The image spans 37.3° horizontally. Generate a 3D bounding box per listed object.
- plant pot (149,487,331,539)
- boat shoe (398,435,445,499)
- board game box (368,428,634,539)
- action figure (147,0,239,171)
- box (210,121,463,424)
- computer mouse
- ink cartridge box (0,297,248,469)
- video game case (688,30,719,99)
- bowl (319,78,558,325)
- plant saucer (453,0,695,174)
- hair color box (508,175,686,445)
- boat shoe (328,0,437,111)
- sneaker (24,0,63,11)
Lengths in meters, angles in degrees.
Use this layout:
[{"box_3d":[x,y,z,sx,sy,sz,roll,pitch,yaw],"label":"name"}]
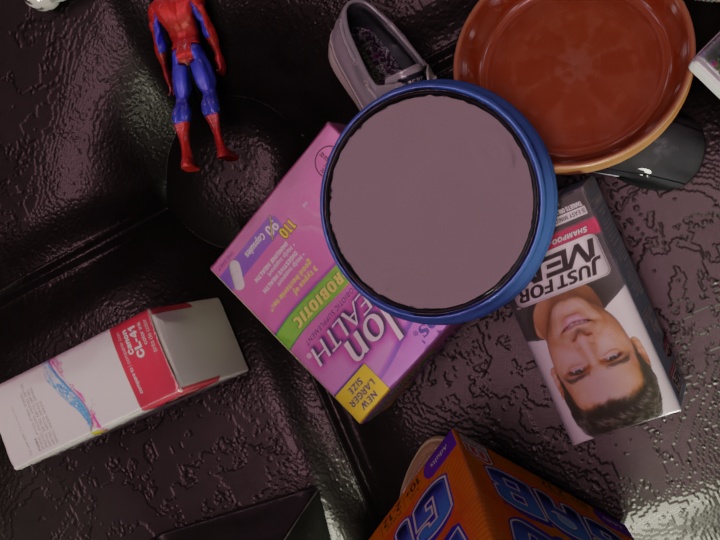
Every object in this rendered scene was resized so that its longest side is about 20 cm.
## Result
[{"box_3d":[-0.119,0.346,0.987,0.199,0.200,0.179,-19,98,19],"label":"plant pot"},{"box_3d":[0.054,0.252,0.979,0.072,0.065,0.202,20,100,16],"label":"boat shoe"},{"box_3d":[0.114,0.293,0.854,0.199,0.200,0.201,30,105,-18],"label":"board game box"},{"box_3d":[-0.165,-0.198,1.031,0.065,0.052,0.202,-13,85,14],"label":"action figure"},{"box_3d":[0.000,0.000,0.963,0.200,0.097,0.176,45,106,10],"label":"box"},{"box_3d":[0.184,-0.097,0.920,0.199,0.046,0.141,25,100,15],"label":"computer mouse"},{"box_3d":[-0.230,0.105,1.022,0.199,0.147,0.086,-24,86,18],"label":"ink cartridge box"},{"box_3d":[0.389,-0.154,0.828,0.182,0.023,0.200,-44,84,-1],"label":"video game case"},{"box_3d":[0.059,-0.055,0.869,0.199,0.039,0.203,1,93,18],"label":"bowl"},{"box_3d":[0.178,-0.174,0.896,0.199,0.032,0.202,-5,72,17],"label":"plant saucer"},{"box_3d":[0.189,0.034,0.903,0.098,0.061,0.201,-23,95,24],"label":"hair color box"},{"box_3d":[0.035,-0.153,0.931,0.070,0.072,0.201,-28,70,-18],"label":"boat shoe"},{"box_3d":[-0.301,-0.369,1.058,0.115,0.075,0.202,-13,100,14],"label":"sneaker"}]
